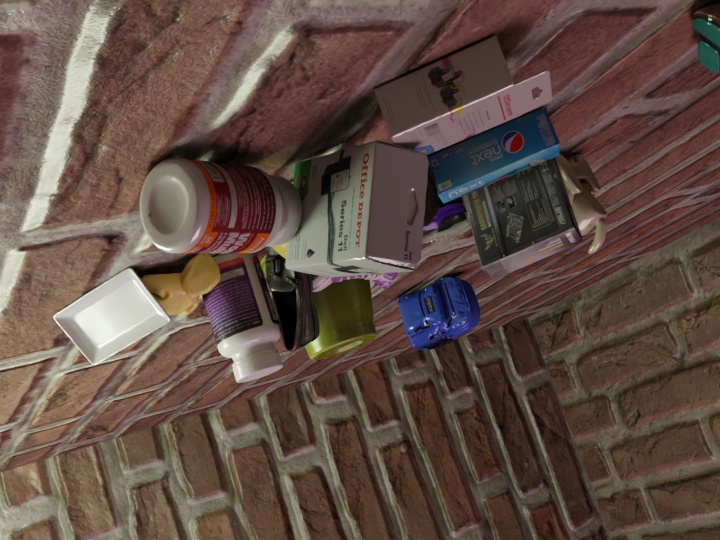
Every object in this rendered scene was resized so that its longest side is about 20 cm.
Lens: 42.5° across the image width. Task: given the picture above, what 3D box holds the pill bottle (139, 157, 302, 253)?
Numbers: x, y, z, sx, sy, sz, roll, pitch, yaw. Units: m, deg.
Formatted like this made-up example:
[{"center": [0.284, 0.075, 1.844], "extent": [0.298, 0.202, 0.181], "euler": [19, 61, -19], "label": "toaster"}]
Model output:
[{"center": [-0.165, -0.076, 1.139], "extent": [0.109, 0.111, 0.199], "euler": [-27, 166, 31], "label": "pill bottle"}]

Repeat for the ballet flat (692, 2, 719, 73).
[{"center": [0.490, -0.329, 1.253], "extent": [0.066, 0.070, 0.200], "euler": [-50, 165, 9], "label": "ballet flat"}]

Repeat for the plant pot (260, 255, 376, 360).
[{"center": [-0.058, 0.049, 1.666], "extent": [0.197, 0.196, 0.201], "euler": [-19, 168, -4], "label": "plant pot"}]

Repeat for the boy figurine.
[{"center": [-0.313, 0.035, 1.495], "extent": [0.198, 0.065, 0.124], "euler": [-29, 143, 23], "label": "boy figurine"}]

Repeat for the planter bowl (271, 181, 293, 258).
[{"center": [-0.076, -0.068, 1.386], "extent": [0.197, 0.085, 0.201], "euler": [-20, 169, -4], "label": "planter bowl"}]

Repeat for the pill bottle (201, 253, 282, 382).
[{"center": [-0.196, 0.077, 1.543], "extent": [0.110, 0.203, 0.112], "euler": [-18, 168, -4], "label": "pill bottle"}]

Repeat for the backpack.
[{"center": [0.212, 0.112, 2.462], "extent": [0.197, 0.165, 0.167], "euler": [-23, 164, 21], "label": "backpack"}]

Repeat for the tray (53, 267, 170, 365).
[{"center": [-0.395, 0.072, 1.480], "extent": [0.198, 0.108, 0.022], "euler": [-28, -164, 30], "label": "tray"}]

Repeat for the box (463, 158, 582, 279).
[{"center": [0.247, -0.107, 1.462], "extent": [0.157, 0.203, 0.048], "euler": [-25, 145, 21], "label": "box"}]

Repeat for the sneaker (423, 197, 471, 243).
[{"center": [0.076, -0.088, 1.519], "extent": [0.197, 0.101, 0.070], "euler": [-18, -172, -4], "label": "sneaker"}]

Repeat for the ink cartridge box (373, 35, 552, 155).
[{"center": [0.127, -0.212, 1.120], "extent": [0.197, 0.069, 0.115], "euler": [-21, 168, 10], "label": "ink cartridge box"}]

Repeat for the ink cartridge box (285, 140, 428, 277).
[{"center": [-0.008, -0.073, 1.171], "extent": [0.082, 0.150, 0.199], "euler": [10, 171, -33], "label": "ink cartridge box"}]

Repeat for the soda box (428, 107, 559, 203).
[{"center": [0.204, -0.175, 1.422], "extent": [0.197, 0.065, 0.068], "euler": [-21, 168, 9], "label": "soda box"}]

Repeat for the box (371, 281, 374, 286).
[{"center": [-0.029, 0.021, 1.975], "extent": [0.142, 0.037, 0.200], "euler": [-17, 169, -15], "label": "box"}]

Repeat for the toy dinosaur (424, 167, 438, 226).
[{"center": [0.084, -0.113, 1.334], "extent": [0.076, 0.202, 0.102], "euler": [-33, 127, 16], "label": "toy dinosaur"}]

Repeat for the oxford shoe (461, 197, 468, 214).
[{"center": [0.190, -0.125, 1.607], "extent": [0.198, 0.072, 0.071], "euler": [-6, 164, -44], "label": "oxford shoe"}]

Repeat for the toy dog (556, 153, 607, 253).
[{"center": [0.349, -0.098, 1.717], "extent": [0.199, 0.196, 0.139], "euler": [-35, 173, 33], "label": "toy dog"}]

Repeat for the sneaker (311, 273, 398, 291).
[{"center": [0.000, 0.000, 1.574], "extent": [0.200, 0.115, 0.072], "euler": [-38, -161, -22], "label": "sneaker"}]

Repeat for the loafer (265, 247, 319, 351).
[{"center": [-0.116, 0.036, 1.506], "extent": [0.071, 0.203, 0.063], "euler": [1, -155, 37], "label": "loafer"}]
